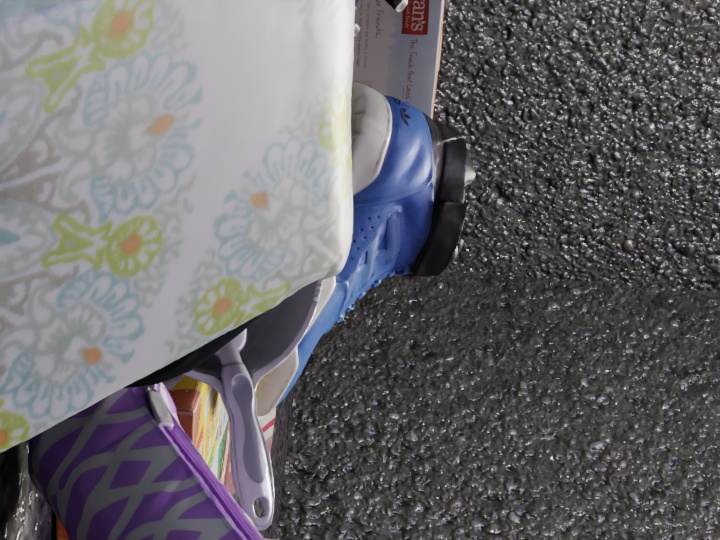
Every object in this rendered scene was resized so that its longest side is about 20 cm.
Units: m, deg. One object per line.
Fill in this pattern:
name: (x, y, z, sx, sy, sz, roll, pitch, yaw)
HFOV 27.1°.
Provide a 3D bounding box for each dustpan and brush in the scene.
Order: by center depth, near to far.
dustpan and brush: (-0.071, 0.032, 0.774, 0.057, 0.138, 0.203, -12, -96, 63)

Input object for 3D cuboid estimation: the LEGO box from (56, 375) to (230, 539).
LEGO box: (-0.124, 0.102, 0.895, 0.200, 0.076, 0.151, -84, 179, -68)

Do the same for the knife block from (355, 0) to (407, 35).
knife block: (-0.042, -0.243, 0.907, 0.064, 0.173, 0.203, -88, 177, -84)

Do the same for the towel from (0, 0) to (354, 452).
towel: (-0.080, -0.042, 0.493, 0.199, 0.048, 0.173, -28, 136, -34)

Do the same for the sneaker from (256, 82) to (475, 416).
sneaker: (0.001, 0.000, 0.874, 0.077, 0.110, 0.202, 32, -77, 56)

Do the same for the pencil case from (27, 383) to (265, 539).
pencil case: (-0.076, 0.125, 0.674, 0.086, 0.200, 0.084, -53, 142, 10)

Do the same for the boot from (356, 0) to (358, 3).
boot: (-0.051, -0.217, 0.807, 0.072, 0.090, 0.201, -6, 59, -57)

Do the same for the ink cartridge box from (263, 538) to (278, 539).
ink cartridge box: (-0.068, 0.247, 0.950, 0.083, 0.198, 0.149, 17, 76, -61)

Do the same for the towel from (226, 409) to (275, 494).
towel: (-0.111, 0.112, 1.105, 0.144, 0.023, 0.201, -39, 151, -40)

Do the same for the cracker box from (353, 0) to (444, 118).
cracker box: (-0.041, -0.170, 1.069, 0.135, 0.197, 0.058, 94, 1, -45)

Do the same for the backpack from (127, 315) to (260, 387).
backpack: (-0.084, -0.052, 0.642, 0.163, 0.153, 0.201, -43, 137, -23)
